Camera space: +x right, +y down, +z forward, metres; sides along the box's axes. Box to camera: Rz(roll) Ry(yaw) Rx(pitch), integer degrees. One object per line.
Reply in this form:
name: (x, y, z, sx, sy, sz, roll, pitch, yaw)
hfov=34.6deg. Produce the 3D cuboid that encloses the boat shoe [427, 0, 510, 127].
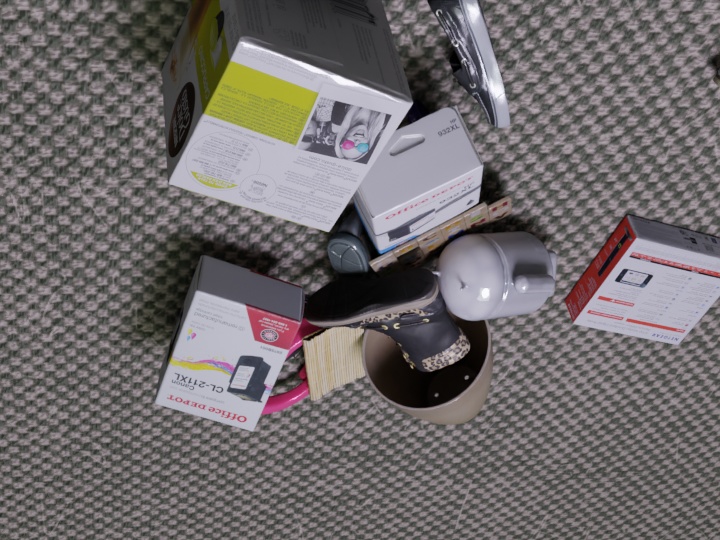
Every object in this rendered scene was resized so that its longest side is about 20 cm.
boat shoe: (0.129, -0.249, 1.351, 0.056, 0.069, 0.201, -16, 130, 10)

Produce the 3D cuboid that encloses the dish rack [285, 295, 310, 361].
dish rack: (-0.154, 0.082, 1.623, 0.198, 0.055, 0.154, 17, 130, -27)

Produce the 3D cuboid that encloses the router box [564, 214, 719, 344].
router box: (0.428, 0.018, 1.691, 0.197, 0.049, 0.180, 12, 131, -23)

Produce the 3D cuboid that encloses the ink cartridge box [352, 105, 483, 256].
ink cartridge box: (0.065, -0.101, 1.386, 0.144, 0.085, 0.200, -25, 168, -2)

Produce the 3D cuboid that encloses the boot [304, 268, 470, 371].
boot: (0.038, 0.072, 1.537, 0.198, 0.074, 0.151, -13, 137, 26)

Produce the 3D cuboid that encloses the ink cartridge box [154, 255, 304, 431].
ink cartridge box: (-0.173, 0.100, 1.522, 0.144, 0.083, 0.202, 17, 123, -12)

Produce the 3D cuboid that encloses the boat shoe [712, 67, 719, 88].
boat shoe: (0.527, -0.230, 1.455, 0.198, 0.075, 0.069, 11, 126, -32)

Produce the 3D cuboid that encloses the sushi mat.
sushi mat: (-0.035, 0.125, 1.657, 0.095, 0.012, 0.201, -27, 152, -14)

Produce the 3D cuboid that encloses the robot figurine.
robot figurine: (0.180, 0.006, 1.555, 0.198, 0.168, 0.115, -5, 99, -41)

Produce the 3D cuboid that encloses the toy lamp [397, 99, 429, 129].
toy lamp: (0.002, -0.136, 1.437, 0.199, 0.059, 0.058, -31, 133, 20)

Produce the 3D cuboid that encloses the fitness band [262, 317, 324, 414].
fitness band: (-0.093, 0.135, 1.660, 0.143, 0.038, 0.201, -3, 139, -49)

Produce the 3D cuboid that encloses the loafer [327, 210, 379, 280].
loafer: (0.000, 0.000, 1.570, 0.071, 0.063, 0.201, 14, 147, 15)

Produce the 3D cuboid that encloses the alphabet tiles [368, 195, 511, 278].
alphabet tiles: (0.109, -0.041, 1.520, 0.198, 0.008, 0.167, -27, 169, 4)

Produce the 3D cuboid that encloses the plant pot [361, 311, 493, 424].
plant pot: (0.117, 0.147, 1.678, 0.185, 0.189, 0.200, -20, 149, 8)

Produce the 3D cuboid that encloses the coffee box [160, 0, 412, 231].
coffee box: (-0.090, -0.198, 1.252, 0.198, 0.201, 0.199, 15, 130, -26)
